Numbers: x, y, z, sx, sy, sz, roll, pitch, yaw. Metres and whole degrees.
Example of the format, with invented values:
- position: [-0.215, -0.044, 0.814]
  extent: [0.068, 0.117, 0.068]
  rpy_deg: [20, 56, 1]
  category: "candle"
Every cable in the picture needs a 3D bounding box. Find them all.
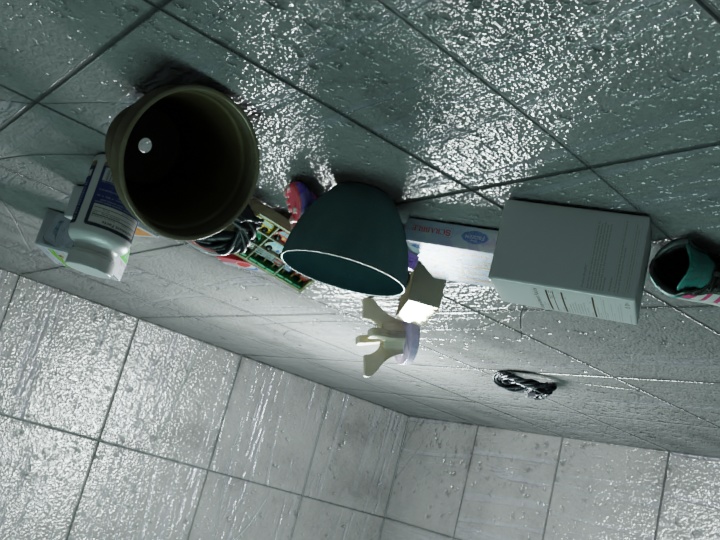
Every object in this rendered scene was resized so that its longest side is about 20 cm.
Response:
- position: [-0.274, -0.101, 1.507]
  extent: [0.199, 0.051, 0.163]
  rpy_deg: [28, 146, -20]
  category: "cable"
- position: [0.468, 0.321, 2.470]
  extent: [0.162, 0.051, 0.200]
  rpy_deg: [23, 167, -8]
  category: "cable"

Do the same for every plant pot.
- position: [-0.011, -0.057, 1.344]
  extent: [0.198, 0.136, 0.200]
  rpy_deg: [14, 165, 4]
  category: "plant pot"
- position: [-0.264, -0.158, 1.177]
  extent: [0.199, 0.202, 0.173]
  rpy_deg: [28, 178, -40]
  category: "plant pot"

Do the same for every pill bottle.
- position: [-0.450, -0.094, 1.538]
  extent: [0.110, 0.202, 0.111]
  rpy_deg: [15, 166, 4]
  category: "pill bottle"

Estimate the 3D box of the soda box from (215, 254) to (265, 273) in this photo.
- position: [-0.194, -0.031, 1.786]
  extent: [0.198, 0.064, 0.070]
  rpy_deg: [12, 165, 16]
  category: "soda box"

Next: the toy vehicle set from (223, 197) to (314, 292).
- position: [-0.153, -0.043, 1.607]
  extent: [0.199, 0.027, 0.124]
  rpy_deg: [31, 133, -23]
  category: "toy vehicle set"

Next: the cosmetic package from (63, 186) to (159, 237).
- position: [-0.495, -0.120, 1.754]
  extent: [0.198, 0.072, 0.101]
  rpy_deg: [5, 162, 39]
  category: "cosmetic package"

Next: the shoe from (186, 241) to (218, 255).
- position: [-0.313, -0.086, 1.686]
  extent: [0.199, 0.072, 0.091]
  rpy_deg: [29, 167, -29]
  category: "shoe"

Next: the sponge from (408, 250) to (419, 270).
- position: [0.026, -0.033, 1.538]
  extent: [0.111, 0.030, 0.200]
  rpy_deg: [28, 172, -10]
  category: "sponge"

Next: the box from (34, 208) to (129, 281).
- position: [-0.681, -0.057, 2.141]
  extent: [0.175, 0.098, 0.200]
  rpy_deg: [15, 166, -1]
  category: "box"

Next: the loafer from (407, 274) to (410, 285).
- position: [0.000, 0.000, 1.696]
  extent: [0.198, 0.073, 0.063]
  rpy_deg: [10, 158, 33]
  category: "loafer"

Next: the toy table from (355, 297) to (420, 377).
- position: [0.061, 0.158, 2.039]
  extent: [0.116, 0.186, 0.200]
  rpy_deg: [2, 156, -12]
  category: "toy table"

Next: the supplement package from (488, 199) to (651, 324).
- position: [0.295, -0.012, 1.213]
  extent: [0.198, 0.123, 0.120]
  rpy_deg: [10, 165, 22]
  category: "supplement package"

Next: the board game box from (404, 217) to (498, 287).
- position: [0.192, -0.021, 1.453]
  extent: [0.198, 0.042, 0.200]
  rpy_deg: [10, 165, 23]
  category: "board game box"

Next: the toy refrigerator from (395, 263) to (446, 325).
- position: [0.123, 0.052, 1.740]
  extent: [0.069, 0.077, 0.200]
  rpy_deg: [16, 165, -2]
  category: "toy refrigerator"

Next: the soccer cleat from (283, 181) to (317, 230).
- position: [-0.083, -0.099, 1.442]
  extent: [0.076, 0.067, 0.200]
  rpy_deg: [-15, 161, -7]
  category: "soccer cleat"

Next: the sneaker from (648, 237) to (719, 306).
- position: [0.480, 0.005, 1.175]
  extent: [0.199, 0.085, 0.120]
  rpy_deg: [4, 172, 41]
  category: "sneaker"
